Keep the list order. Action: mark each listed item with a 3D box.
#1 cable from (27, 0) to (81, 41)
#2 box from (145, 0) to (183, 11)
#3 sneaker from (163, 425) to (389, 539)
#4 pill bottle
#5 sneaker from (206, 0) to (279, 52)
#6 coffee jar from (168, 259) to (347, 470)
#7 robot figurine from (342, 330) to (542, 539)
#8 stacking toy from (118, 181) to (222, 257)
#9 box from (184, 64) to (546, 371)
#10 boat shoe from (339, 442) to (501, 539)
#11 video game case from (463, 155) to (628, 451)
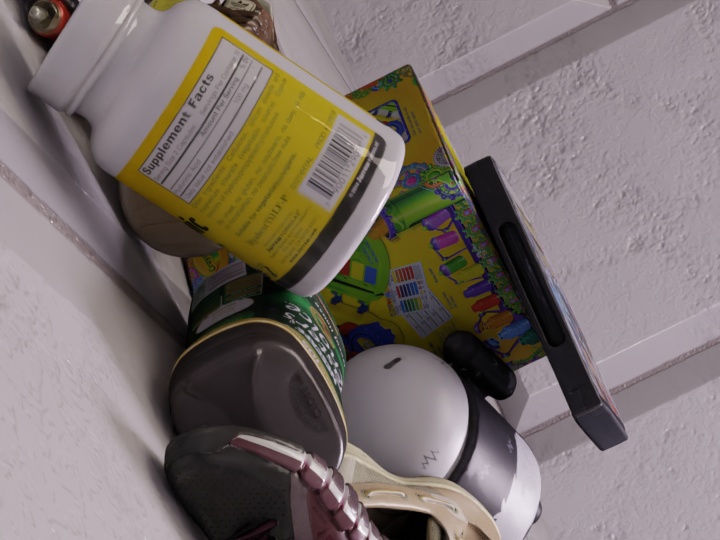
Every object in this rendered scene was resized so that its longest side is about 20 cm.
[{"bbox_3d":[-0.177,-0.138,1.255,0.097,0.050,0.200,47,-6,-1],"label":"cable"},{"bbox_3d":[-0.160,-0.188,1.271,0.075,0.050,0.200,26,-9,19],"label":"box"},{"bbox_3d":[-0.030,0.171,1.006,0.200,0.075,0.116,42,41,-31],"label":"sneaker"},{"bbox_3d":[-0.083,-0.082,1.117,0.199,0.112,0.111,34,13,-11],"label":"pill bottle"},{"bbox_3d":[-0.094,-0.144,1.277,0.200,0.070,0.076,-52,156,-82],"label":"sneaker"},{"bbox_3d":[-0.056,0.063,1.140,0.105,0.085,0.200,62,7,-14],"label":"coffee jar"},{"bbox_3d":[0.045,0.133,1.347,0.200,0.124,0.151,45,35,-45],"label":"robot figurine"},{"bbox_3d":[-0.117,-0.072,1.278,0.086,0.085,0.200,62,-1,-17],"label":"stacking toy"},{"bbox_3d":[0.000,0.000,1.379,0.201,0.191,0.123,59,8,-43],"label":"box"},{"bbox_3d":[0.029,0.165,1.225,0.200,0.072,0.065,33,12,-45],"label":"boat shoe"},{"bbox_3d":[0.131,0.028,1.367,0.200,0.025,0.182,44,23,-74],"label":"video game case"}]
